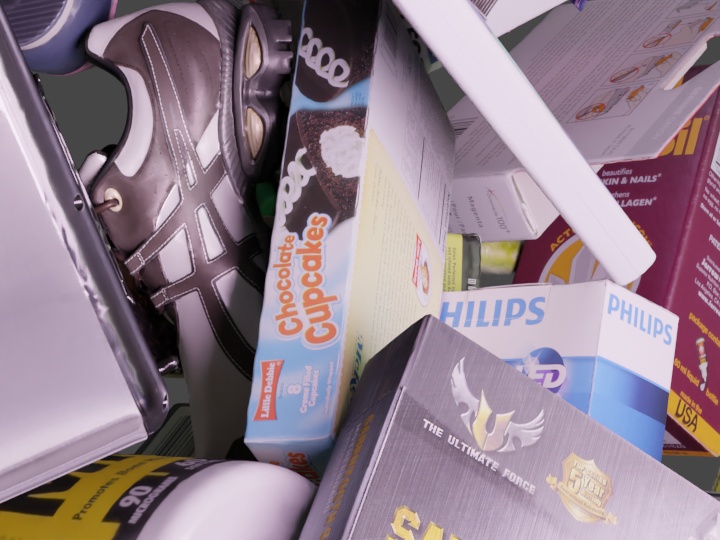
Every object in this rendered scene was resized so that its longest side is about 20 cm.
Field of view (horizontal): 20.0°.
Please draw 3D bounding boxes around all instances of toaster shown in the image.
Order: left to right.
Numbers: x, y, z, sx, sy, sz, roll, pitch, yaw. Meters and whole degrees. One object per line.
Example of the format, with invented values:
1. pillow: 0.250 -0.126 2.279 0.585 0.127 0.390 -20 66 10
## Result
1. toaster: -0.153 -0.016 0.697 0.118 0.181 0.201 -25 112 -10

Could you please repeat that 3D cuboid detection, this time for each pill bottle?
1. pill bottle: -0.106 0.123 0.747 0.114 0.199 0.115 2 87 -49

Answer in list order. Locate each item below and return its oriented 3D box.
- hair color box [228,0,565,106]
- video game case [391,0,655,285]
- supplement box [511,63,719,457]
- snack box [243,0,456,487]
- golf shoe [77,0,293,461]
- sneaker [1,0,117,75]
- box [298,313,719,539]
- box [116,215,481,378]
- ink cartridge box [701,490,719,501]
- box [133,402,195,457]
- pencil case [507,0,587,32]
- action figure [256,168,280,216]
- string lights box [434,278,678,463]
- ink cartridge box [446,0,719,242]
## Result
1. hair color box: 0.029 -0.156 0.935 0.199 0.064 0.111 -30 132 -16
2. video game case: 0.031 -0.106 0.803 0.023 0.183 0.200 -37 133 7
3. supplement box: 0.156 -0.005 1.126 0.086 0.110 0.201 39 60 -41
4. snack box: 0.000 0.000 0.808 0.116 0.037 0.201 59 32 -55
5. golf shoe: -0.072 -0.008 0.820 0.094 0.078 0.202 0 84 -9
6. sneaker: -0.130 -0.178 0.850 0.082 0.070 0.202 39 53 -70
7. box: 0.069 0.134 0.695 0.199 0.048 0.159 34 53 -14
8. box: -0.041 0.014 0.898 0.199 0.050 0.076 3 85 -32
9. ink cartridge box: 0.159 0.164 1.055 0.147 0.199 0.086 -5 93 -50
10. box: -0.025 0.166 0.899 0.106 0.122 0.201 -50 125 -39
11. pencil case: 0.036 -0.193 1.019 0.199 0.091 0.094 21 107 -45
12. action figure: 0.008 0.014 0.997 0.118 0.054 0.201 -42 119 -33
13. string lights box: 0.062 0.109 0.831 0.059 0.102 0.202 25 69 -44
14. ink cartridge box: 0.128 -0.084 1.049 0.200 0.173 0.044 -45 121 -40
